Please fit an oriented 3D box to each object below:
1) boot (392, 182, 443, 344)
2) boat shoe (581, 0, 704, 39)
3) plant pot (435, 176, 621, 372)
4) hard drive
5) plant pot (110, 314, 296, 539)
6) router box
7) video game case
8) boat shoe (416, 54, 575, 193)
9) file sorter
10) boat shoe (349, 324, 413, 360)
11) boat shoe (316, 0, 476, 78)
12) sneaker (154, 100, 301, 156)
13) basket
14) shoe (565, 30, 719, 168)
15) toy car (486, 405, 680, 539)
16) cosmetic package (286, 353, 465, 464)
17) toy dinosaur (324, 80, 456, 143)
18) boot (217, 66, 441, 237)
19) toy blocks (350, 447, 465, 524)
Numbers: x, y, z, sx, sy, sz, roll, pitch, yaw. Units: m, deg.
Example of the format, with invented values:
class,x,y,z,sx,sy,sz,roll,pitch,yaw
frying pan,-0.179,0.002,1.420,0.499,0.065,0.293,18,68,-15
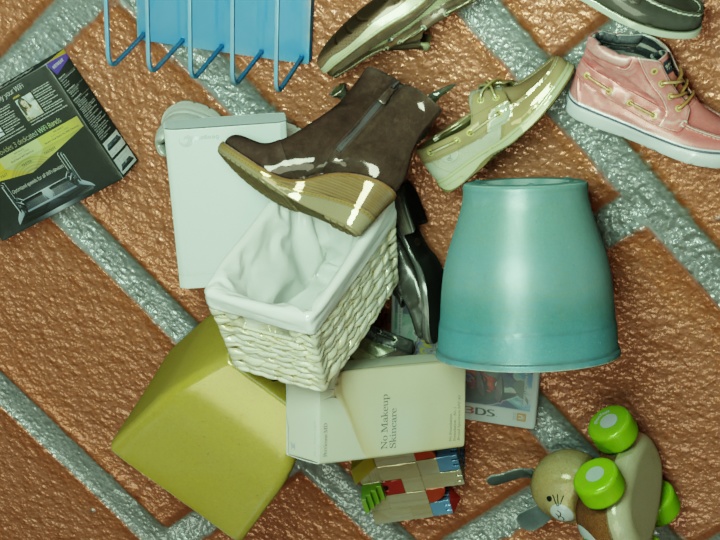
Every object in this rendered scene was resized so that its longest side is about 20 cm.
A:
class,x,y,z,sx,sy,sz,roll,pitch,yaw
boot,0.000,0.000,1.665,0.173,0.069,0.202,-14,89,23
boat shoe,0.250,-0.290,1.435,0.200,0.072,0.061,23,127,5
plant pot,0.176,-0.003,1.551,0.198,0.200,0.190,0,98,15
hard drive,-0.142,-0.074,1.606,0.131,0.026,0.201,-4,123,-5
plant pot,-0.138,0.153,1.711,0.194,0.196,0.200,36,130,-7
router box,-0.385,-0.144,1.708,0.199,0.052,0.158,-23,111,26
video game case,0.125,0.090,1.720,0.181,0.023,0.201,7,121,11
boat shoe,0.139,-0.164,1.539,0.066,0.074,0.200,44,116,-9
file sorter,-0.160,-0.277,1.527,0.198,0.123,0.140,10,121,10
boat shoe,-0.027,0.058,1.722,0.200,0.072,0.066,33,86,13
boat shoe,0.045,-0.253,1.515,0.202,0.075,0.075,-34,111,29
sneaker,-0.138,-0.128,1.629,0.198,0.087,0.075,11,120,7
basket,-0.053,0.014,1.539,0.135,0.200,0.124,13,138,26
shoe,0.313,-0.176,1.484,0.199,0.072,0.091,20,128,9
toy car,0.252,0.270,1.726,0.199,0.158,0.165,-11,127,34
cosmetic package,0.019,0.152,1.628,0.073,0.199,0.104,6,98,55
toy dinosaur,0.024,-0.159,1.587,0.199,0.077,0.102,-27,125,18
boot,-0.033,-0.140,1.522,0.199,0.167,0.072,27,169,20
toy blocks,0.067,0.234,1.787,0.136,0.100,0.201,-9,128,10
